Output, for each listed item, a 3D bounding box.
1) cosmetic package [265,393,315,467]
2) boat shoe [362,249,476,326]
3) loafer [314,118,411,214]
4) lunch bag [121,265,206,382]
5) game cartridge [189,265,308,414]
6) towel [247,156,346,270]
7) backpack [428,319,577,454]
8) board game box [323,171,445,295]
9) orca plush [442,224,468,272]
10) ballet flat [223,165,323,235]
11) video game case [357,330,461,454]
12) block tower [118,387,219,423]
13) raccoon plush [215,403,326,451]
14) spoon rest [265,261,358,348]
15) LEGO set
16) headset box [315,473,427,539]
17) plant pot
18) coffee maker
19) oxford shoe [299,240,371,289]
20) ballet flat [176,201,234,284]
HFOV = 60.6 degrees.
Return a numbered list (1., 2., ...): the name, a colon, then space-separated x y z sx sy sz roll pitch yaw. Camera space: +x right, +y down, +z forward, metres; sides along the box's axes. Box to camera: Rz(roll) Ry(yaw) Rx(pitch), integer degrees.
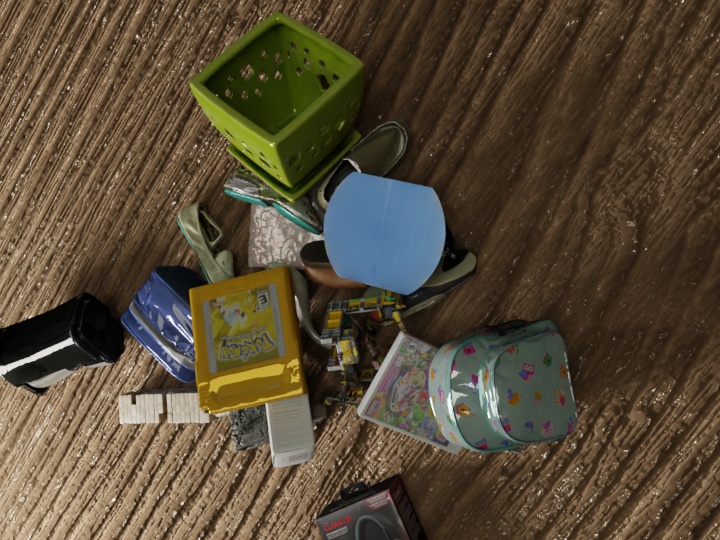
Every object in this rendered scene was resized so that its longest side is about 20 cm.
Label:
1. cosmetic package: -0.123 0.203 1.008 0.072 0.102 0.205 -8 63 -11
2. boat shoe: 0.100 0.031 0.995 0.196 0.072 0.063 -25 125 13
3. loafer: 0.007 -0.165 0.999 0.075 0.070 0.200 44 92 -5
4. lunch bag: -0.311 0.103 1.091 0.199 0.135 0.133 41 101 13
5. game cartridge: -0.179 0.109 0.968 0.171 0.033 0.206 -13 71 6
6. towel: -0.110 -0.102 1.077 0.185 0.032 0.207 4 92 18
7. backpack: 0.201 0.169 0.882 0.194 0.153 0.182 -10 89 -10
8. board game box: 0.039 -0.057 0.940 0.195 0.039 0.163 14 98 21
9. orca plush: 0.077 -0.078 0.971 0.104 0.071 0.202 -37 63 3
10. ballet flat: -0.138 -0.128 1.037 0.196 0.072 0.074 25 98 15
11. video game case: 0.109 0.194 0.955 0.196 0.018 0.146 26 99 -23
12. block tower: -0.356 0.252 1.153 0.194 0.054 0.060 -4 91 18
13. raccoon plush: -0.168 0.231 1.096 0.194 0.097 0.137 -15 70 -13
14. spoon rest: -0.092 0.062 1.045 0.199 0.100 0.061 42 72 7
15. LEGO set: 0.013 0.137 0.954 0.149 0.117 0.205 1 120 5
16. headset box: 0.027 0.449 1.019 0.146 0.077 0.205 -26 84 17
17. plant pot: -0.116 -0.242 0.966 0.199 0.183 0.199 37 70 22
18. coffee maker: -0.578 0.135 1.154 0.196 0.192 0.138 -22 68 15
19. oxford shoe: 0.000 0.000 1.002 0.194 0.072 0.073 9 136 20
20. ballet flat: -0.267 -0.035 1.114 0.061 0.067 0.203 -31 82 6
